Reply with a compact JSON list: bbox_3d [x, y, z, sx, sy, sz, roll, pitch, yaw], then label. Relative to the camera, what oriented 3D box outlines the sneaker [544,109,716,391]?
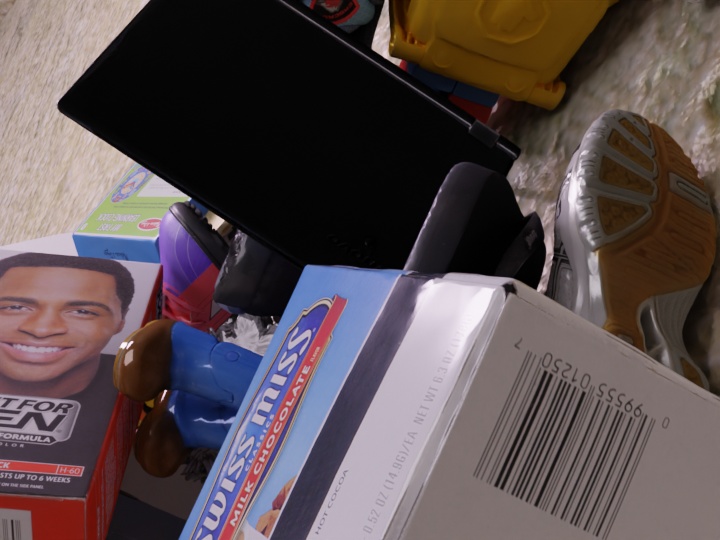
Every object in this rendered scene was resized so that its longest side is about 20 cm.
[{"bbox_3d":[0.095,0.020,0.610,0.088,0.076,0.200,-42,28,47],"label":"sneaker"}]

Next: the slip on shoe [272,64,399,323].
[{"bbox_3d":[-0.006,-0.045,0.902,0.061,0.074,0.200,-5,59,47],"label":"slip on shoe"}]

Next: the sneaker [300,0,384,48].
[{"bbox_3d":[-0.009,-0.173,0.772,0.200,0.079,0.096,76,-171,-72],"label":"sneaker"}]

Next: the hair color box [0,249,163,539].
[{"bbox_3d":[-0.163,0.067,0.722,0.200,0.101,0.061,-86,2,-59],"label":"hair color box"}]

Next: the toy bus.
[{"bbox_3d":[0.074,-0.178,0.830,0.200,0.136,0.192,-90,19,-51],"label":"toy bus"}]

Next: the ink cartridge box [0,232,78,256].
[{"bbox_3d":[-0.225,0.091,1.057,0.147,0.083,0.200,-125,27,-65],"label":"ink cartridge box"}]

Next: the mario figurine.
[{"bbox_3d":[-0.018,0.081,0.653,0.200,0.123,0.106,8,77,20],"label":"mario figurine"}]

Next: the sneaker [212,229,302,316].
[{"bbox_3d":[0.000,0.000,0.759,0.200,0.115,0.075,-38,-28,-79],"label":"sneaker"}]

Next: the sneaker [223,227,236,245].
[{"bbox_3d":[-0.050,-0.047,0.979,0.075,0.081,0.200,-37,34,25],"label":"sneaker"}]

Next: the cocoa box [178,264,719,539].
[{"bbox_3d":[0.061,0.099,0.432,0.133,0.200,0.131,-65,23,-8],"label":"cocoa box"}]

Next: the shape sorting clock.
[{"bbox_3d":[-0.113,-0.052,0.953,0.200,0.039,0.200,-33,27,19],"label":"shape sorting clock"}]

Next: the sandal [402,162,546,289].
[{"bbox_3d":[0.060,0.000,0.631,0.076,0.043,0.200,-67,-18,4],"label":"sandal"}]

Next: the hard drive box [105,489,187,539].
[{"bbox_3d":[-0.140,0.225,0.767,0.200,0.156,0.077,-54,24,16],"label":"hard drive box"}]

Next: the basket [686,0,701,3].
[{"bbox_3d":[0.139,-0.242,0.660,0.123,0.200,0.136,-26,41,44],"label":"basket"}]

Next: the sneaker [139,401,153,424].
[{"bbox_3d":[-0.118,0.022,1.073,0.090,0.070,0.200,-21,44,36],"label":"sneaker"}]

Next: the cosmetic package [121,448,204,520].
[{"bbox_3d":[-0.164,0.142,0.853,0.103,0.200,0.087,-25,43,58],"label":"cosmetic package"}]

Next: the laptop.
[{"bbox_3d":[-0.031,-0.062,0.732,0.116,0.187,0.200,-56,2,-4],"label":"laptop"}]

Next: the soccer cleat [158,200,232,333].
[{"bbox_3d":[-0.092,0.033,0.859,0.073,0.200,0.068,-33,62,-10],"label":"soccer cleat"}]

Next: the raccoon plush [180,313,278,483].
[{"bbox_3d":[-0.026,0.108,0.799,0.097,0.134,0.200,-47,56,-3],"label":"raccoon plush"}]
